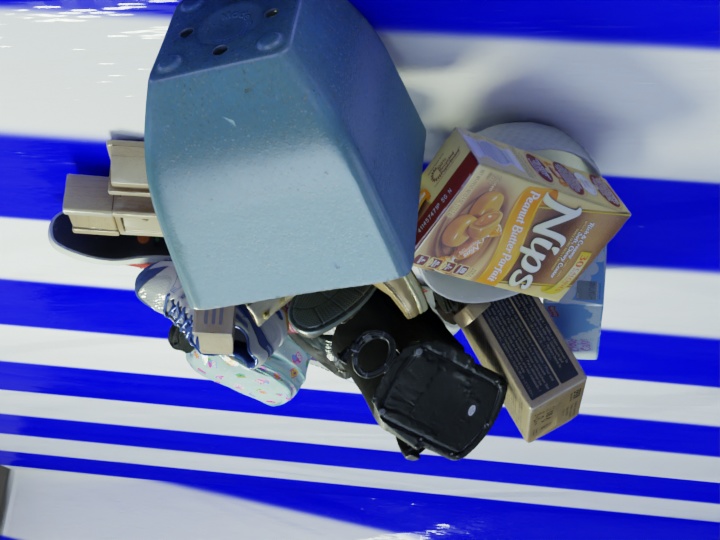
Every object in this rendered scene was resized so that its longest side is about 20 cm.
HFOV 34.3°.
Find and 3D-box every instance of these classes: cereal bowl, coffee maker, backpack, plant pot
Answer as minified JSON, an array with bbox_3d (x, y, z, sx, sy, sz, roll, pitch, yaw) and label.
[{"bbox_3d":[0.132,-0.066,1.129,0.198,0.084,0.201,-15,139,-13],"label":"cereal bowl"},{"bbox_3d":[0.045,0.087,1.277,0.193,0.134,0.200,54,178,-26],"label":"coffee maker"},{"bbox_3d":[-0.163,0.101,1.644,0.198,0.128,0.167,26,161,-15],"label":"backpack"},{"bbox_3d":[-0.069,-0.119,0.939,0.194,0.197,0.201,-9,132,16],"label":"plant pot"}]

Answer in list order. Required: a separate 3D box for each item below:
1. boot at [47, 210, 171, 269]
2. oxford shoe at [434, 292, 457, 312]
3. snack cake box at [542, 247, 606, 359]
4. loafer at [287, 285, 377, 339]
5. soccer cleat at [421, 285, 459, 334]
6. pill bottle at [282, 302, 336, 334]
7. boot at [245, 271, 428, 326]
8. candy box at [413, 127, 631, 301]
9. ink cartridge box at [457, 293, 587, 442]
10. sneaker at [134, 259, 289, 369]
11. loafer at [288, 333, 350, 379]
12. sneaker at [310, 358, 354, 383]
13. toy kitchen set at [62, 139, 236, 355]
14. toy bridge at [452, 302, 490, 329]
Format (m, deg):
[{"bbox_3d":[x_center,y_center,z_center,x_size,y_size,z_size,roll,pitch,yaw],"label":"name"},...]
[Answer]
[{"bbox_3d":[-0.289,-0.022,1.466,0.197,0.073,0.144,6,162,-9],"label":"boot"},{"bbox_3d":[0.152,-0.018,1.356,0.083,0.073,0.200,-12,164,-20],"label":"oxford shoe"},{"bbox_3d":[0.244,0.018,1.329,0.066,0.117,0.200,2,160,10],"label":"snack cake box"},{"bbox_3d":[0.000,0.000,1.249,0.071,0.200,0.063,33,161,20],"label":"loafer"},{"bbox_3d":[0.055,0.042,1.543,0.198,0.070,0.077,19,141,-32],"label":"soccer cleat"},{"bbox_3d":[-0.052,0.020,1.433,0.197,0.116,0.114,1,160,14],"label":"pill bottle"},{"bbox_3d":[-0.041,0.007,1.163,0.200,0.155,0.073,49,173,-16],"label":"boot"},{"bbox_3d":[0.134,-0.045,1.044,0.198,0.056,0.116,13,126,-37],"label":"candy box"},{"bbox_3d":[0.176,0.088,1.293,0.074,0.166,0.200,-27,161,-2],"label":"ink cartridge box"},{"bbox_3d":[-0.186,0.051,1.370,0.198,0.088,0.076,17,130,13],"label":"sneaker"},{"bbox_3d":[-0.069,0.076,1.532,0.072,0.073,0.200,-20,-147,-21],"label":"loafer"},{"bbox_3d":[-0.014,0.117,1.751,0.198,0.077,0.087,15,153,-22],"label":"sneaker"},{"bbox_3d":[-0.230,-0.024,1.271,0.197,0.183,0.163,4,159,-4],"label":"toy kitchen set"},{"bbox_3d":[0.064,-0.036,1.208,0.200,0.067,0.027,50,138,6],"label":"toy bridge"}]
